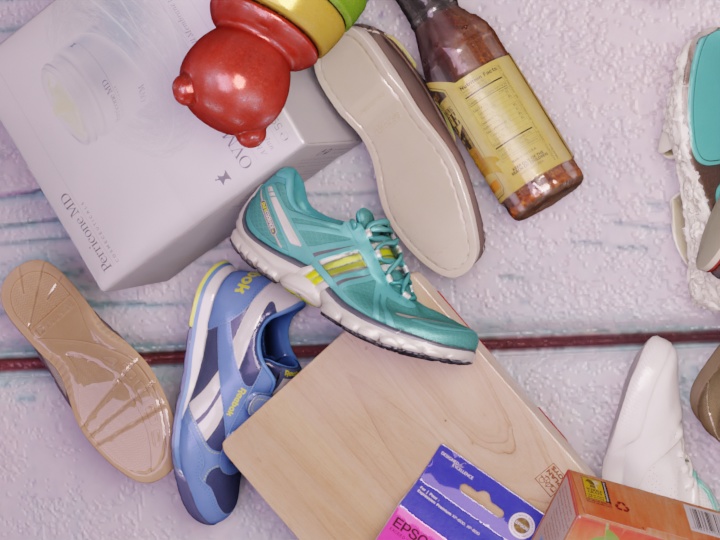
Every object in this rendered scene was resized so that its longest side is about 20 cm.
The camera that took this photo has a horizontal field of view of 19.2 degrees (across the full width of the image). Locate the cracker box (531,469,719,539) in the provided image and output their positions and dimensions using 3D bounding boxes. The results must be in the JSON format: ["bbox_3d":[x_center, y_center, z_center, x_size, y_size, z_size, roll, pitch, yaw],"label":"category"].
[{"bbox_3d":[0.167,0.244,1.465,0.133,0.058,0.201,17,119,-13],"label":"cracker box"}]

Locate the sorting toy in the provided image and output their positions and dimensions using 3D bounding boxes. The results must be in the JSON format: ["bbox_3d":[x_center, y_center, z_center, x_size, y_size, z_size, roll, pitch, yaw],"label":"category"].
[{"bbox_3d":[0.040,0.134,1.545,0.199,0.070,0.200,-42,87,18],"label":"sorting toy"}]

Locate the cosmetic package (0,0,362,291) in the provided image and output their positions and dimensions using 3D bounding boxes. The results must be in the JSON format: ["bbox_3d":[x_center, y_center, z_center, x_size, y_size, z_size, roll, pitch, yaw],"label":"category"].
[{"bbox_3d":[-0.145,-0.123,1.573,0.200,0.123,0.200,-35,82,21],"label":"cosmetic package"}]

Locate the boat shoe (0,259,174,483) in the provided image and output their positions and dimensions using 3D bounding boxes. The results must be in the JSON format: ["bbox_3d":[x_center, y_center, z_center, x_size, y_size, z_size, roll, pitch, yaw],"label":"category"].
[{"bbox_3d":[-0.202,0.079,1.641,0.072,0.065,0.200,-41,78,-1],"label":"boat shoe"}]

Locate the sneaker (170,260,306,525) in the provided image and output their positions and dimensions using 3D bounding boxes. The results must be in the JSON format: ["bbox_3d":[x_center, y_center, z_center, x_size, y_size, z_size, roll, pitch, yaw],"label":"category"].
[{"bbox_3d":[-0.090,0.097,1.596,0.082,0.074,0.201,10,99,17],"label":"sneaker"}]

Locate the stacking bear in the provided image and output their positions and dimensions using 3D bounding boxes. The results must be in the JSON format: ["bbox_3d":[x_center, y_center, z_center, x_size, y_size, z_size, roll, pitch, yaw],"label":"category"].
[{"bbox_3d":[-0.056,-0.183,1.442,0.121,0.114,0.201,34,76,-26],"label":"stacking bear"}]

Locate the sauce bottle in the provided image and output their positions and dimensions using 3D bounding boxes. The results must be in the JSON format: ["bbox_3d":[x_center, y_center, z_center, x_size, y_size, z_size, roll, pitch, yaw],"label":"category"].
[{"bbox_3d":[0.084,-0.133,1.518,0.066,0.066,0.201,-34,80,19],"label":"sauce bottle"}]

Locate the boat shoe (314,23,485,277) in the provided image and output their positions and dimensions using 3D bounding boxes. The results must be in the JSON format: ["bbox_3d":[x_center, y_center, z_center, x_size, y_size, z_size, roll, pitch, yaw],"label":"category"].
[{"bbox_3d":[0.038,-0.090,1.537,0.072,0.059,0.201,-35,80,31],"label":"boat shoe"}]

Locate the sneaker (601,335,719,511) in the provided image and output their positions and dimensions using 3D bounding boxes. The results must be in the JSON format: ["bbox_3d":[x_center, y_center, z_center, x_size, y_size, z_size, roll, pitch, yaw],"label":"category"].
[{"bbox_3d":[0.213,0.146,1.496,0.088,0.075,0.201,11,106,9],"label":"sneaker"}]

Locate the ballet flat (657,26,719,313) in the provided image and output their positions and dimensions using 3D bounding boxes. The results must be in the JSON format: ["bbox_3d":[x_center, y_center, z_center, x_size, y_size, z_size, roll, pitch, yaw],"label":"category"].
[{"bbox_3d":[0.235,-0.065,1.469,0.071,0.072,0.201,-8,90,21],"label":"ballet flat"}]

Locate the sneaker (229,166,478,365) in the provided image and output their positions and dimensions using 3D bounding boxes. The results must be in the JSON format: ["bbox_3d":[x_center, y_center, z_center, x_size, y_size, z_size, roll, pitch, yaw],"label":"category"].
[{"bbox_3d":[0.000,0.000,1.465,0.200,0.077,0.080,34,95,17],"label":"sneaker"}]

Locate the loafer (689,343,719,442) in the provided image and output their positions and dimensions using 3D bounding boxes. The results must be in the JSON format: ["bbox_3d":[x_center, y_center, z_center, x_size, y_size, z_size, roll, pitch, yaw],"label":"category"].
[{"bbox_3d":[0.284,0.044,1.391,0.076,0.068,0.201,6,128,-20],"label":"loafer"}]

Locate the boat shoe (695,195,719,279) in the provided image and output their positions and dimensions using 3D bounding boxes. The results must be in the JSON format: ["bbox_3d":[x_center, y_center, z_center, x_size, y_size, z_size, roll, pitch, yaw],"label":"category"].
[{"bbox_3d":[0.296,-0.070,1.414,0.062,0.071,0.200,38,79,-12],"label":"boat shoe"}]

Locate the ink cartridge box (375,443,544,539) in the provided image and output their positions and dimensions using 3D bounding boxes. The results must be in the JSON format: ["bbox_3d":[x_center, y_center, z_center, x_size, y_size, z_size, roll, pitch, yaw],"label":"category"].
[{"bbox_3d":[0.042,0.230,1.508,0.094,0.037,0.200,34,105,8],"label":"ink cartridge box"}]
